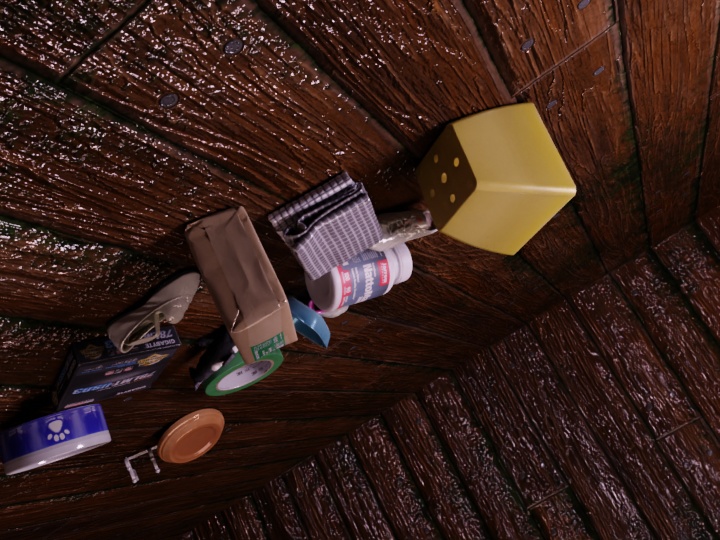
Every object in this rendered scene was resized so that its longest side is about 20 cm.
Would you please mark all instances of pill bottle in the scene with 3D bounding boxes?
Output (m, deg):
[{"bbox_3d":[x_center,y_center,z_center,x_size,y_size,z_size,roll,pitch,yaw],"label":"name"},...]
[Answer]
[{"bbox_3d":[0.000,0.000,1.433,0.199,0.120,0.120,-16,157,-32],"label":"pill bottle"}]

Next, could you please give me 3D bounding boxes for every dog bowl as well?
[{"bbox_3d":[-0.604,0.333,1.425,0.198,0.079,0.200,-19,171,-3],"label":"dog bowl"}]

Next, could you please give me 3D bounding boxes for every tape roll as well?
[{"bbox_3d":[-0.283,0.230,1.717,0.199,0.048,0.201,-26,160,-10],"label":"tape roll"}]

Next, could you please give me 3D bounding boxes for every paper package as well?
[{"bbox_3d":[-0.186,0.030,1.151,0.103,0.192,0.200,-24,161,-11],"label":"paper package"}]

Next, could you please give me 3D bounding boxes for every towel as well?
[{"bbox_3d":[-0.050,-0.069,1.249,0.165,0.086,0.200,-29,160,-1],"label":"towel"}]

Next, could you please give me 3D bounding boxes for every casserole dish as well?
[{"bbox_3d":[-0.120,0.110,1.564,0.039,0.121,0.200,-55,164,-14],"label":"casserole dish"}]

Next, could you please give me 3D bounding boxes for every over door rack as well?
[{"bbox_3d":[-0.589,0.556,2.070,0.147,0.067,0.200,-21,159,-19],"label":"over door rack"}]

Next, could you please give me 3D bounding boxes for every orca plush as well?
[{"bbox_3d":[-0.315,0.163,1.529,0.200,0.071,0.106,-38,-157,34],"label":"orca plush"}]

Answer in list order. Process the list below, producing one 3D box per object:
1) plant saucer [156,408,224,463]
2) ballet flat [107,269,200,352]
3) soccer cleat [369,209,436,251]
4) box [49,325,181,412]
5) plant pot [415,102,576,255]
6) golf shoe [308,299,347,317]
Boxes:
[{"bbox_3d":[-0.460,0.462,1.981,0.199,0.037,0.201,-28,145,-22],"label":"plant saucer"},{"bbox_3d":[-0.346,0.076,1.235,0.199,0.070,0.069,-33,160,11],"label":"ballet flat"},{"bbox_3d":[0.087,-0.086,1.402,0.199,0.070,0.077,-18,-173,-41],"label":"soccer cleat"},{"bbox_3d":[-0.467,0.186,1.368,0.199,0.050,0.199,-9,151,-42],"label":"box"},{"bbox_3d":[0.214,-0.159,1.252,0.175,0.201,0.200,-2,150,-30],"label":"plant pot"},{"bbox_3d":[-0.030,0.042,1.551,0.200,0.076,0.091,-39,164,23],"label":"golf shoe"}]
